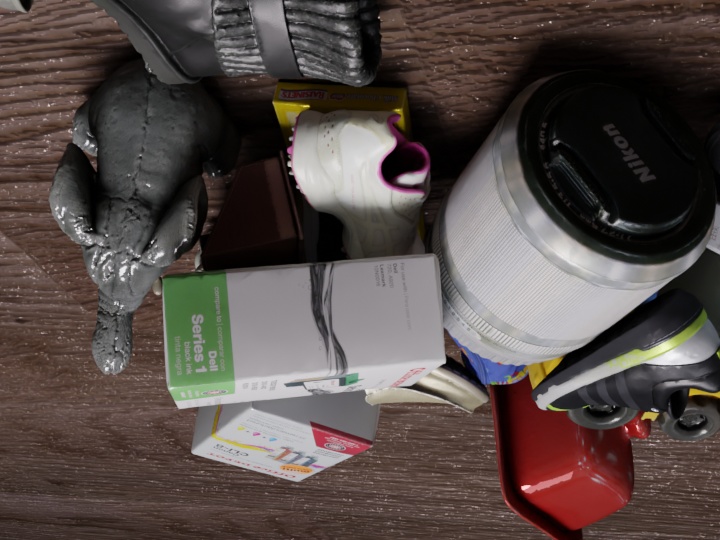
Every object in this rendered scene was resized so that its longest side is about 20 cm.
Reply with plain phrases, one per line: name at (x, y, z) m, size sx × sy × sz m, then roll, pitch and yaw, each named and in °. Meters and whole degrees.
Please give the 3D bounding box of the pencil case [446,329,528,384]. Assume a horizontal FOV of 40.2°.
pencil case at (0.114, 0.042, 0.932) m, size 0.078 × 0.087 × 0.200 m, roll 19°, pitch 160°, yaw 28°

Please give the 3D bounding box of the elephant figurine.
elephant figurine at (-0.166, -0.046, 0.740) m, size 0.140 × 0.202 × 0.155 m, roll -9°, pitch 147°, yaw 30°

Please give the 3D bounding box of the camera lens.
camera lens at (0.144, -0.033, 0.714) m, size 0.158 × 0.161 × 0.200 m, roll 15°, pitch 151°, yaw -11°

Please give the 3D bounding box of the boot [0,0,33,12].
boot at (-0.311, -0.211, 0.638) m, size 0.198 × 0.073 × 0.182 m, roll 10°, pitch 154°, yaw -17°

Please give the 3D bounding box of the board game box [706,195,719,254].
board game box at (0.302, -0.018, 0.702) m, size 0.125 × 0.035 × 0.200 m, roll 15°, pitch -168°, yaw -11°

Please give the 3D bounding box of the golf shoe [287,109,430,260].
golf shoe at (0.022, -0.051, 0.758) m, size 0.091 × 0.076 × 0.200 m, roll -9°, pitch 148°, yaw 23°

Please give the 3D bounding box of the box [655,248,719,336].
box at (0.297, 0.043, 0.698) m, size 0.068 × 0.083 × 0.200 m, roll 9°, pitch -165°, yaw -22°

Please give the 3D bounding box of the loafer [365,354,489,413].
loafer at (0.033, 0.106, 1.001) m, size 0.198 × 0.069 × 0.076 m, roll 21°, pitch -173°, yaw -1°

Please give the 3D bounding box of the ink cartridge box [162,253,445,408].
ink cartridge box at (-0.045, 0.049, 0.749) m, size 0.198 × 0.085 × 0.146 m, roll -4°, pitch 168°, yaw -8°

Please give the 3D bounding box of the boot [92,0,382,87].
boot at (-0.080, -0.186, 0.587) m, size 0.156 × 0.080 × 0.211 m, roll 4°, pitch 160°, yaw 21°

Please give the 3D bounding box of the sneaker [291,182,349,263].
sneaker at (0.000, 0.000, 0.860) m, size 0.107 × 0.070 × 0.201 m, roll -12°, pitch 130°, yaw -4°

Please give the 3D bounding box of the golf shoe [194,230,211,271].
golf shoe at (-0.064, 0.009, 0.969) m, size 0.198 × 0.079 × 0.097 m, roll 18°, pitch 169°, yaw -6°

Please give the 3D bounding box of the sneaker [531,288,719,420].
sneaker at (0.202, 0.086, 0.741) m, size 0.083 × 0.072 × 0.200 m, roll 50°, pitch 152°, yaw 3°

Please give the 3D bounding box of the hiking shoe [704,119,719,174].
hiking shoe at (0.333, -0.064, 0.655) m, size 0.198 × 0.101 × 0.076 m, roll 6°, pitch 138°, yaw 0°

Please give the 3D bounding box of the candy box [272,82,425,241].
candy box at (-0.004, -0.080, 0.813) m, size 0.101 × 0.027 × 0.201 m, roll 7°, pitch 151°, yaw 12°

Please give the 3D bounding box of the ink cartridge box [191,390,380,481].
ink cartridge box at (-0.081, 0.133, 1.098) m, size 0.144 × 0.146 × 0.200 m, roll 20°, pitch 151°, yaw -20°

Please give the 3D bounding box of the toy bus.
toy bus at (0.266, 0.039, 0.865) m, size 0.198 × 0.137 × 0.193 m, roll 10°, pitch 136°, yaw -6°

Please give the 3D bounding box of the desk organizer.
desk organizer at (-0.093, -0.017, 0.812) m, size 0.076 × 0.072 × 0.200 m, roll -12°, pitch 163°, yaw -8°

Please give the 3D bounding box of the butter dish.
butter dish at (0.233, 0.172, 1.039) m, size 0.147 × 0.201 × 0.200 m, roll -21°, pitch 141°, yaw 27°
